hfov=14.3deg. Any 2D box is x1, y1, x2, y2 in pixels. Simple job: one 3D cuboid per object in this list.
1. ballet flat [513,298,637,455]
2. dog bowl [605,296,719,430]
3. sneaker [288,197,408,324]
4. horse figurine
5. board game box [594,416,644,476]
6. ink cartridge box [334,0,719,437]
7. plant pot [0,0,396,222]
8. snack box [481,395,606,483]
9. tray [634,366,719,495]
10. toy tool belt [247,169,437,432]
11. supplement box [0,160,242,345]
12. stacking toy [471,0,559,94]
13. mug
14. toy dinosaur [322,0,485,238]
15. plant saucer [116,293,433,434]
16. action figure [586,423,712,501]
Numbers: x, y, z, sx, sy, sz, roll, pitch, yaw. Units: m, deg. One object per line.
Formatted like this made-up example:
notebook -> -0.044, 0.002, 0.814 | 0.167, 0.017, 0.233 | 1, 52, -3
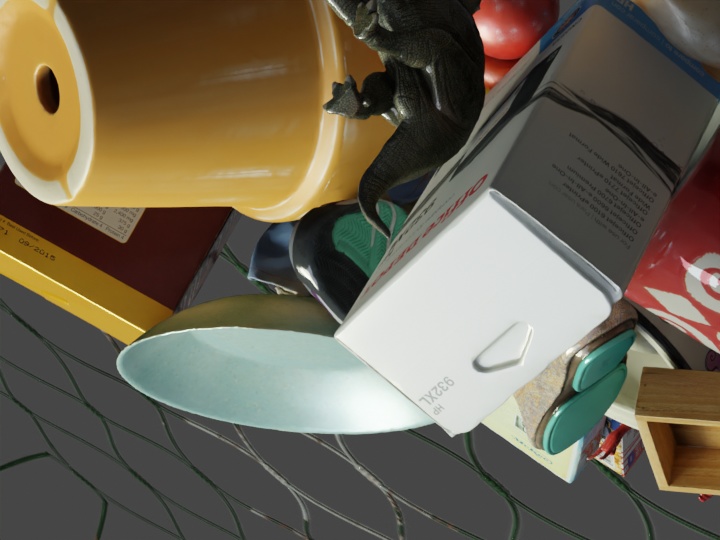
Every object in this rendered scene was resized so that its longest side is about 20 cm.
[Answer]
ballet flat -> 0.118, 0.044, 1.648 | 0.067, 0.068, 0.200 | 54, 162, 15
dog bowl -> 0.144, 0.012, 1.723 | 0.200, 0.074, 0.200 | 34, 164, 11
sneaker -> 0.000, 0.000, 1.601 | 0.088, 0.074, 0.200 | 9, 176, 32
horse figurine -> 0.169, -0.123, 1.337 | 0.200, 0.050, 0.133 | 33, 177, -7
board game box -> 0.106, 0.046, 1.939 | 0.200, 0.046, 0.152 | 33, 163, 18
ink cartridge box -> 0.088, -0.037, 1.405 | 0.084, 0.200, 0.145 | 39, 135, -7
plant pot -> -0.097, -0.113, 1.550 | 0.200, 0.183, 0.200 | 29, 126, 49
snack box -> 0.071, 0.054, 1.886 | 0.200, 0.037, 0.116 | 35, 162, 13
tray -> 0.263, 0.097, 1.630 | 0.200, 0.037, 0.099 | 4, 152, 18
toy tool belt -> -0.015, -0.012, 1.775 | 0.125, 0.200, 0.123 | 16, 157, 32
supplement box -> -0.134, -0.067, 1.790 | 0.133, 0.200, 0.197 | 29, 173, -1
stacking toy -> 0.080, -0.099, 1.558 | 0.085, 0.085, 0.200 | 31, 158, 22
mug -> 0.231, 0.015, 1.412 | 0.200, 0.133, 0.178 | 35, -160, -3
toy dinosaur -> 0.029, -0.107, 1.415 | 0.102, 0.200, 0.077 | 19, 136, -36
plant saucer -> -0.040, 0.049, 1.669 | 0.201, 0.039, 0.201 | 6, 161, 2
action figure -> 0.220, 0.104, 1.778 | 0.065, 0.099, 0.200 | 42, 166, -21
